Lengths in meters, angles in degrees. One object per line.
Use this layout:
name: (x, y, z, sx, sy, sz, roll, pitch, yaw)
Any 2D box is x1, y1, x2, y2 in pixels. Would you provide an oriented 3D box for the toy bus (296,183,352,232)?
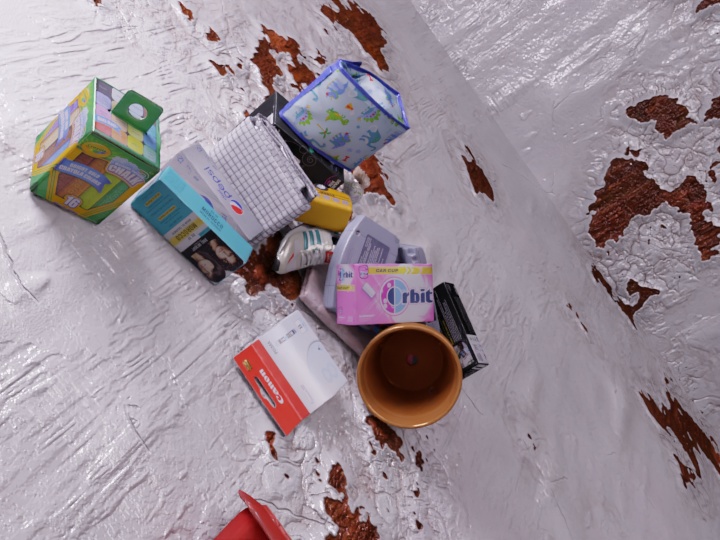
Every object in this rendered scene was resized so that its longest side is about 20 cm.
toy bus: (-0.121, -0.137, 1.711, 0.199, 0.065, 0.078, 14, 27, -16)

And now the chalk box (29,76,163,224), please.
chalk box: (-0.377, -0.186, 1.288, 0.124, 0.200, 0.124, 30, 37, -40)

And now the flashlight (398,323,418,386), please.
flashlight: (0.097, 0.134, 1.791, 0.068, 0.067, 0.201, -19, 100, -61)

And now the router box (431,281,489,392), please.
router box: (0.172, 0.147, 1.885, 0.051, 0.149, 0.201, 13, 50, -53)

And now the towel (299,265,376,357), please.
towel: (-0.041, 0.060, 1.760, 0.200, 0.032, 0.191, 45, 28, -23)

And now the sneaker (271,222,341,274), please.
sneaker: (-0.093, -0.040, 1.689, 0.093, 0.071, 0.200, 24, 29, 14)

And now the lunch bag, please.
lunch bag: (-0.034, -0.311, 1.696, 0.200, 0.170, 0.128, 24, 41, -44)

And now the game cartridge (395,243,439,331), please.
game cartridge: (0.105, 0.040, 1.828, 0.133, 0.041, 0.201, 18, -57, 66)

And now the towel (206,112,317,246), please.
towel: (-0.191, -0.165, 1.615, 0.200, 0.165, 0.086, 55, 23, -1)

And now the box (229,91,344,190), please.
box: (-0.150, -0.230, 1.769, 0.200, 0.148, 0.125, 38, 30, -32)

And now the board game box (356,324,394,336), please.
board game box: (0.030, 0.062, 1.799, 0.200, 0.039, 0.158, 27, 39, -46)

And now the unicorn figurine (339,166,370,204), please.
unicorn figurine: (-0.049, -0.134, 1.872, 0.074, 0.200, 0.137, 19, 17, -43)

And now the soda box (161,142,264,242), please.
soda box: (-0.265, -0.126, 1.558, 0.200, 0.063, 0.068, 53, 26, -6)

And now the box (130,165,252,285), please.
box: (-0.281, -0.073, 1.454, 0.200, 0.082, 0.049, 46, 30, -19)

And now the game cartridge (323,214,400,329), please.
game cartridge: (0.000, 0.000, 1.708, 0.133, 0.041, 0.201, 33, 68, -38)

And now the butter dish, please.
butter dish: (-0.139, 0.402, 1.110, 0.200, 0.148, 0.199, 55, -14, 1)

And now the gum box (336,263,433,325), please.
gum box: (0.053, 0.044, 1.675, 0.199, 0.066, 0.114, 0, 89, -34)

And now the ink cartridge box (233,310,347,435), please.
ink cartridge box: (-0.116, 0.171, 1.493, 0.160, 0.047, 0.200, 56, 25, -1)

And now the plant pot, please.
plant pot: (0.097, 0.191, 1.692, 0.200, 0.200, 0.140, 54, 9, -4)
